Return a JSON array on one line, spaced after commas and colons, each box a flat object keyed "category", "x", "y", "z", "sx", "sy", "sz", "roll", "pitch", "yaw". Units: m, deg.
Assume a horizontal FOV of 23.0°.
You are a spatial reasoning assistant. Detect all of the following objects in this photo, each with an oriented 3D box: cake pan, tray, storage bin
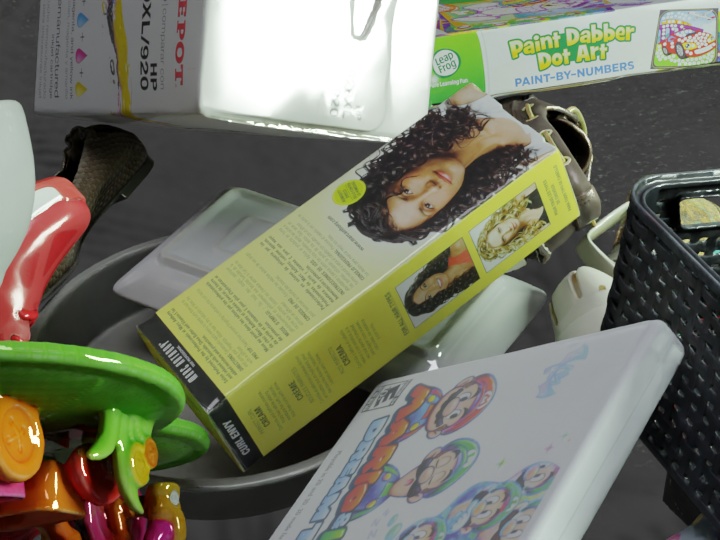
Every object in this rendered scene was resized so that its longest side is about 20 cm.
[{"category": "cake pan", "x": -0.068, "y": 0.050, "z": 0.876, "sx": 0.199, "sy": 0.037, "sz": 0.201, "roll": -2, "pitch": 37, "yaw": 1}, {"category": "tray", "x": -0.016, "y": 0.005, "z": 0.885, "sx": 0.199, "sy": 0.022, "sz": 0.107, "roll": 19, "pitch": 41, "yaw": 26}, {"category": "storage bin", "x": 0.195, "y": 0.045, "z": 0.698, "sx": 0.135, "sy": 0.094, "sz": 0.200, "roll": -6, "pitch": 33, "yaw": -22}]

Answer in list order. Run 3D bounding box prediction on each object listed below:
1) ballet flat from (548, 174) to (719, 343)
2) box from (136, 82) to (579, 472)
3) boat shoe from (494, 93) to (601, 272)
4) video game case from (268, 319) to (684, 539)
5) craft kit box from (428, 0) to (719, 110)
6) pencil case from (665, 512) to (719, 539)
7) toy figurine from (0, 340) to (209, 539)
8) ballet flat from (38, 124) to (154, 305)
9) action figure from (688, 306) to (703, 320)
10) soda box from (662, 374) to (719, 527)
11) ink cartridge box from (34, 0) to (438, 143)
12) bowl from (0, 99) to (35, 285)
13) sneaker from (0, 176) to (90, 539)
[{"category": "ballet flat", "x": 0.130, "y": 0.013, "z": 0.884, "sx": 0.070, "sy": 0.071, "sz": 0.200, "roll": 13, "pitch": 36, "yaw": 20}, {"category": "box", "x": 0.000, "y": 0.000, "z": 0.815, "sx": 0.200, "sy": 0.050, "sz": 0.075, "roll": -38, "pitch": 46, "yaw": -10}, {"category": "boat shoe", "x": 0.096, "y": -0.057, "z": 0.946, "sx": 0.059, "sy": 0.072, "sz": 0.200, "roll": -22, "pitch": 14, "yaw": 13}, {"category": "video game case", "x": 0.018, "y": 0.107, "z": 0.696, "sx": 0.182, "sy": 0.024, "sz": 0.200, "roll": -18, "pitch": 29, "yaw": 51}, {"category": "craft kit box", "x": 0.102, "y": -0.144, "z": 1.064, "sx": 0.196, "sy": 0.049, "sz": 0.200, "roll": -7, "pitch": 15, "yaw": -11}, {"category": "pencil case", "x": 0.095, "y": 0.162, "z": 0.683, "sx": 0.199, "sy": 0.084, "sz": 0.091, "roll": -25, "pitch": 28, "yaw": -28}, {"category": "toy figurine", "x": -0.126, "y": 0.142, "z": 0.676, "sx": 0.149, "sy": 0.200, "sz": 0.185, "roll": -12, "pitch": 70, "yaw": 22}, {"category": "ballet flat", "x": -0.171, "y": -0.025, "z": 0.956, "sx": 0.067, "sy": 0.046, "sz": 0.200, "roll": -23, "pitch": 22, "yaw": 33}, {"category": "action figure", "x": 0.265, "y": 0.021, "z": 0.888, "sx": 0.199, "sy": 0.052, "sz": 0.066, "roll": 0, "pitch": 31, "yaw": 11}, {"category": "soda box", "x": 0.211, "y": 0.121, "z": 0.737, "sx": 0.063, "sy": 0.071, "sz": 0.200, "roll": -16, "pitch": 38, "yaw": -23}, {"category": "ink cartridge box", "x": -0.070, "y": -0.149, "z": 0.964, "sx": 0.144, "sy": 0.148, "sz": 0.200, "roll": 2, "pitch": 3, "yaw": -35}, {"category": "bowl", "x": -0.235, "y": 0.006, "z": 0.706, "sx": 0.199, "sy": 0.075, "sz": 0.200, "roll": -21, "pitch": 5, "yaw": 22}, {"category": "sneaker", "x": -0.167, "y": 0.061, "z": 0.811, "sx": 0.115, "sy": 0.078, "sz": 0.200, "roll": 39, "pitch": 78, "yaw": 5}]
